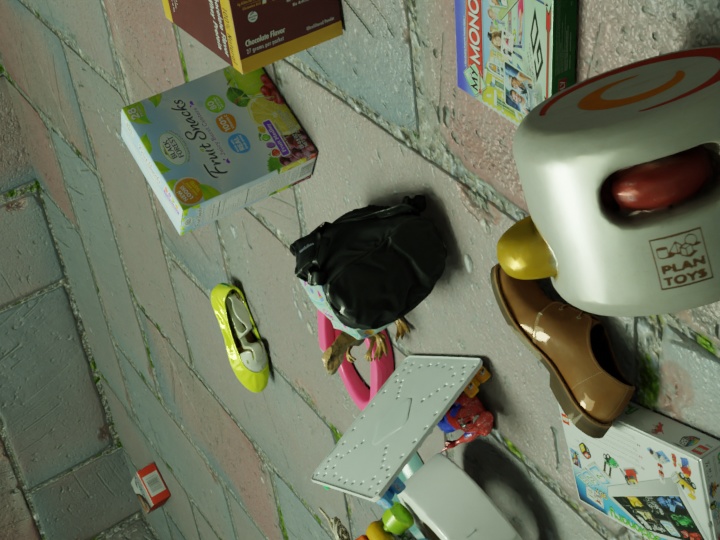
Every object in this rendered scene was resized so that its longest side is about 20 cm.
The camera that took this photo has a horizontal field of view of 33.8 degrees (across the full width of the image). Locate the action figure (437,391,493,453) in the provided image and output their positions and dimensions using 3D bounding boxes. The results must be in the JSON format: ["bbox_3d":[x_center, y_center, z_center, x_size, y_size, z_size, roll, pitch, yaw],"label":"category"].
[{"bbox_3d":[0.106,0.177,1.422,0.066,0.051,0.199,59,156,-7],"label":"action figure"}]

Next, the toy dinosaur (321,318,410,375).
[{"bbox_3d":[0.008,0.049,1.466,0.060,0.202,0.106,-29,121,38],"label":"toy dinosaur"}]

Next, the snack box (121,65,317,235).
[{"bbox_3d":[-0.181,-0.162,1.513,0.170,0.198,0.068,55,156,18],"label":"snack box"}]

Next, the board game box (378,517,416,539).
[{"bbox_3d":[0.102,0.405,1.497,0.200,0.034,0.127,44,168,43],"label":"board game box"}]

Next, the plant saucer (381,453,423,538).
[{"bbox_3d":[0.050,0.302,1.706,0.201,0.027,0.202,49,153,35],"label":"plant saucer"}]

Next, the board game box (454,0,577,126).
[{"bbox_3d":[0.127,-0.220,0.991,0.134,0.029,0.202,41,148,43],"label":"board game box"}]

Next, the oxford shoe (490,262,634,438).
[{"bbox_3d":[0.192,0.056,1.111,0.072,0.071,0.201,-52,53,28],"label":"oxford shoe"}]

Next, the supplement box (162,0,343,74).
[{"bbox_3d":[-0.135,-0.357,1.294,0.200,0.131,0.200,40,147,46],"label":"supplement box"}]

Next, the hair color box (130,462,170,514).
[{"bbox_3d":[-0.624,0.648,3.515,0.112,0.063,0.200,60,158,10],"label":"hair color box"}]

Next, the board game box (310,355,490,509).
[{"bbox_3d":[0.045,0.184,1.384,0.026,0.201,0.199,44,162,-15],"label":"board game box"}]

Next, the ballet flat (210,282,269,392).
[{"bbox_3d":[-0.199,0.115,2.023,0.067,0.066,0.203,-11,102,53],"label":"ballet flat"}]

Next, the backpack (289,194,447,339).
[{"bbox_3d":[0.000,0.000,1.347,0.128,0.165,0.200,64,164,-13],"label":"backpack"}]

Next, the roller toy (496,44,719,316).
[{"bbox_3d":[0.201,-0.055,0.789,0.181,0.198,0.142,8,122,57],"label":"roller toy"}]

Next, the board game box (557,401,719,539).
[{"bbox_3d":[0.264,0.189,1.100,0.199,0.034,0.128,23,133,59],"label":"board game box"}]

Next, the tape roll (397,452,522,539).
[{"bbox_3d":[0.130,0.319,1.419,0.203,0.070,0.203,50,169,14],"label":"tape roll"}]

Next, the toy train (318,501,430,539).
[{"bbox_3d":[0.020,0.326,1.447,0.116,0.084,0.201,-54,49,21],"label":"toy train"}]

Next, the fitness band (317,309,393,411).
[{"bbox_3d":[-0.007,0.109,1.621,0.144,0.037,0.202,48,153,35],"label":"fitness band"}]
